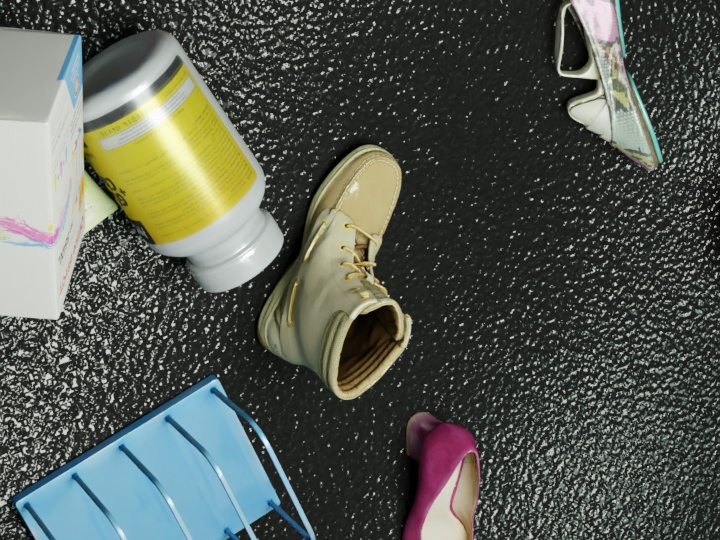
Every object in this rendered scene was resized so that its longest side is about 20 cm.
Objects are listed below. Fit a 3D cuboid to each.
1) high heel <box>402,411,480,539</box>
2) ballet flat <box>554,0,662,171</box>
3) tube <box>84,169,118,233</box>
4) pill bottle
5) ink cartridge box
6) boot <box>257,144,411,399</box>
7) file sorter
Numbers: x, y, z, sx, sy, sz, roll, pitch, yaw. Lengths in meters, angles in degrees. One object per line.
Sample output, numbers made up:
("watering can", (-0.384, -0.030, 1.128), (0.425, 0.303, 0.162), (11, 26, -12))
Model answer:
("high heel", (0.086, 0.229, 1.742), (0.067, 0.096, 0.200), (-10, 108, -23))
("ballet flat", (0.211, -0.176, 1.713), (0.071, 0.069, 0.200), (-18, 108, -1))
("tube", (-0.269, -0.101, 1.508), (0.058, 0.052, 0.200), (-16, 124, 23))
("pill bottle", (-0.145, -0.083, 1.533), (0.112, 0.112, 0.200), (-39, 117, -11))
("ink cartridge box", (-0.275, -0.063, 1.424), (0.125, 0.129, 0.200), (5, 127, 1))
("boot", (0.000, 0.000, 1.602), (0.073, 0.155, 0.200), (30, 90, -29))
("file sorter", (-0.157, 0.211, 1.606), (0.200, 0.123, 0.139), (-32, 116, -15))
